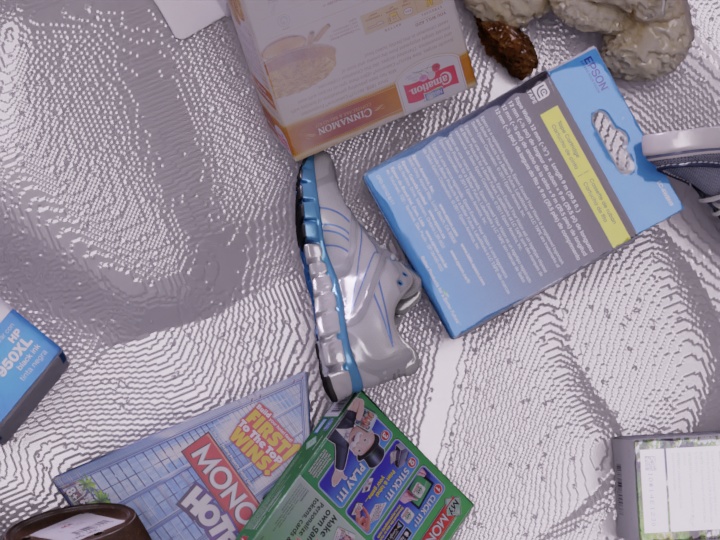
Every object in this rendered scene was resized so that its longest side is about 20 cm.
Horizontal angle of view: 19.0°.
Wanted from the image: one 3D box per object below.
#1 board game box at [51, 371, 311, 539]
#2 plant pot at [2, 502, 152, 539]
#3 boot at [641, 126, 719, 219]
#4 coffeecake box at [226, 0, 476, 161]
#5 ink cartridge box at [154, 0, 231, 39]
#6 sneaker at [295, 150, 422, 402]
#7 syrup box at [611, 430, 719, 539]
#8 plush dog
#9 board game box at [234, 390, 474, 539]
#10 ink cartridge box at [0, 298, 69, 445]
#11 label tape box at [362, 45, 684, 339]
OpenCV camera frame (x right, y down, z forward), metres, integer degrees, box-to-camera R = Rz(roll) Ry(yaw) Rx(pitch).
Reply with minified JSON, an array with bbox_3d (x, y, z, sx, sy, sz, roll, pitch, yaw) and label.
[{"bbox_3d":[-0.090,0.176,1.603,0.200,0.062,0.200,-37,88,-6],"label":"board game box"},{"bbox_3d":[-0.185,0.271,1.500,0.186,0.187,0.201,-9,101,-5],"label":"plant pot"},{"bbox_3d":[0.286,-0.058,1.610,0.199,0.073,0.091,1,86,-42],"label":"boot"},{"bbox_3d":[-0.017,-0.205,1.590,0.153,0.073,0.201,-23,119,-9],"label":"coffeecake box"},{"bbox_3d":[-0.081,-0.275,1.642,0.199,0.068,0.115,-31,88,-6],"label":"ink cartridge box"},{"bbox_3d":[0.000,0.000,1.604,0.086,0.075,0.201,-9,66,-5],"label":"sneaker"},{"bbox_3d":[0.296,0.159,1.626,0.199,0.081,0.079,-3,87,-5],"label":"syrup box"},{"bbox_3d":[0.149,-0.239,1.632,0.171,0.160,0.201,-9,85,19],"label":"plush dog"},{"bbox_3d":[-0.018,0.206,1.571,0.135,0.029,0.200,47,64,-21],"label":"board game box"},{"bbox_3d":[-0.313,0.031,1.556,0.200,0.145,0.084,39,82,-1],"label":"ink cartridge box"},{"bbox_3d":[0.122,-0.057,1.628,0.199,0.066,0.144,-29,87,0],"label":"label tape box"}]
